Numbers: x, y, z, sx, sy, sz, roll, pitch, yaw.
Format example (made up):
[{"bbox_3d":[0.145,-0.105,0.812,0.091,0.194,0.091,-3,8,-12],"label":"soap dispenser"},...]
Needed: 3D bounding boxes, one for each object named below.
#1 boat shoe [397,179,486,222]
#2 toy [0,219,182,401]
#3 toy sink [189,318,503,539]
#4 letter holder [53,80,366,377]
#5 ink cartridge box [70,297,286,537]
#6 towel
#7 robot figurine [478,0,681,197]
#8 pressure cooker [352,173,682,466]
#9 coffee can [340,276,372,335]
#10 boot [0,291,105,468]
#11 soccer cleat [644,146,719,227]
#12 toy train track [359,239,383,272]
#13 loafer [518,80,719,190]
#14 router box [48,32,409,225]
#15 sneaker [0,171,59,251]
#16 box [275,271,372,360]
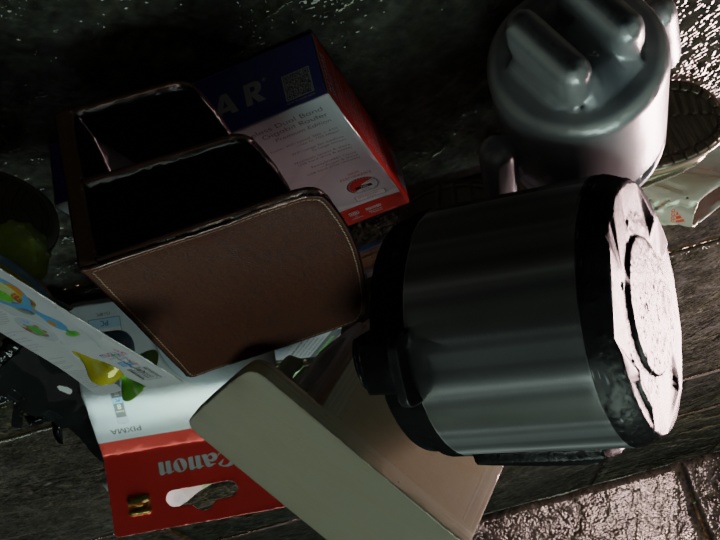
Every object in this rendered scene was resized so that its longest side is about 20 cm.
[{"bbox_3d":[0.131,-0.033,0.841,0.199,0.072,0.076,6,171,2],"label":"boat shoe"},{"bbox_3d":[-0.197,0.003,0.549,0.200,0.047,0.115,42,148,-26],"label":"toy"},{"bbox_3d":[-0.007,0.119,0.738,0.200,0.112,0.130,40,140,-7],"label":"toy sink"},{"bbox_3d":[-0.079,-0.026,0.604,0.141,0.101,0.200,-17,157,1],"label":"letter holder"},{"bbox_3d":[-0.145,0.114,0.803,0.159,0.201,0.047,-9,179,-5],"label":"ink cartridge box"},{"bbox_3d":[-0.126,0.162,0.897,0.199,0.031,0.149,-31,159,-6],"label":"towel"},{"bbox_3d":[0.148,-0.113,0.648,0.169,0.113,0.200,-36,155,0],"label":"robot figurine"},{"bbox_3d":[0.098,0.034,0.643,0.199,0.179,0.176,-9,145,29],"label":"pressure cooker"},{"bbox_3d":[0.103,0.059,0.872,0.199,0.147,0.146,-12,161,-42],"label":"coffee can"},{"bbox_3d":[-0.222,0.081,0.856,0.162,0.073,0.198,41,105,-17],"label":"boot"},{"bbox_3d":[0.260,-0.067,0.862,0.199,0.078,0.069,-20,156,12],"label":"soccer cleat"},{"bbox_3d":[0.000,0.000,0.859,0.199,0.033,0.115,-21,135,-10],"label":"toy train track"},{"bbox_3d":[0.194,-0.092,0.777,0.199,0.076,0.068,-18,167,0],"label":"loafer"},{"bbox_3d":[-0.086,-0.067,0.692,0.199,0.049,0.179,-20,156,13],"label":"router box"},{"bbox_3d":[-0.287,-0.017,0.663,0.199,0.075,0.106,-3,162,7],"label":"sneaker"},{"bbox_3d":[-0.066,0.045,0.968,0.199,0.041,0.156,-4,154,-25],"label":"box"}]
